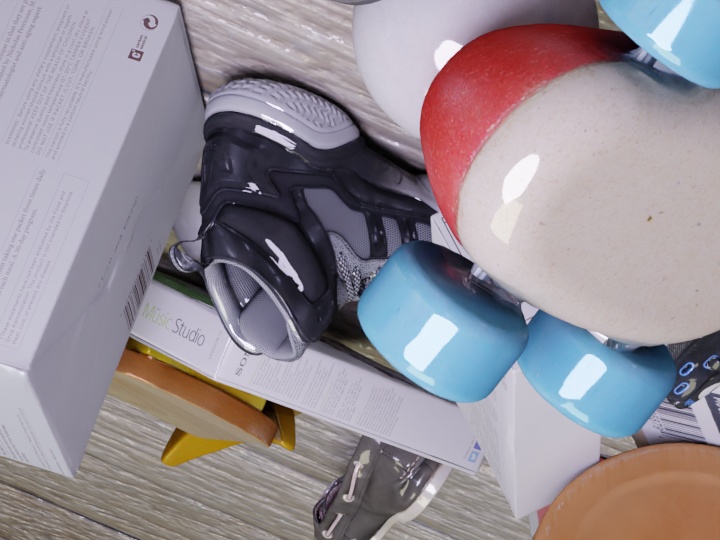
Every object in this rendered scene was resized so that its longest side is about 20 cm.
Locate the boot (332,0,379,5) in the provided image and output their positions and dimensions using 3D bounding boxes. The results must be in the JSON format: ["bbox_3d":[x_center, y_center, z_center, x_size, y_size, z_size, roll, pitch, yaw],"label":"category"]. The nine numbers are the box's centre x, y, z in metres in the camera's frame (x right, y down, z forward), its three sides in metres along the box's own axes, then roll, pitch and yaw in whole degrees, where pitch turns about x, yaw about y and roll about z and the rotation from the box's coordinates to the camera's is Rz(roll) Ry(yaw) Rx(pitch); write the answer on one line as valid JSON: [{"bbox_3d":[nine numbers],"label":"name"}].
[{"bbox_3d":[-0.067,-0.169,1.080,0.174,0.069,0.200,34,158,-34],"label":"boot"}]

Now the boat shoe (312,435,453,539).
[{"bbox_3d":[0.004,0.133,1.798,0.057,0.067,0.200,38,154,-2],"label":"boat shoe"}]

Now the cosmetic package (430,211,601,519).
[{"bbox_3d":[0.073,0.039,1.331,0.051,0.083,0.200,-23,158,-6],"label":"cosmetic package"}]

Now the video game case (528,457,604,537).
[{"bbox_3d":[0.194,0.156,1.731,0.200,0.017,0.143,15,159,12],"label":"video game case"}]

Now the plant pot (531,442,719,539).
[{"bbox_3d":[0.151,0.176,1.391,0.200,0.200,0.140,13,143,18],"label":"plant pot"}]

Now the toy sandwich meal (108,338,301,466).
[{"bbox_3d":[-0.117,0.061,1.706,0.205,0.070,0.205,18,160,7],"label":"toy sandwich meal"}]

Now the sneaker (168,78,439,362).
[{"bbox_3d":[0.000,0.000,1.378,0.200,0.114,0.075,28,159,-22],"label":"sneaker"}]

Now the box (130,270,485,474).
[{"bbox_3d":[-0.042,0.047,1.539,0.200,0.036,0.144,24,180,-42],"label":"box"}]

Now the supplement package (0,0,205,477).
[{"bbox_3d":[-0.200,-0.038,1.358,0.200,0.191,0.147,17,159,10],"label":"supplement package"}]

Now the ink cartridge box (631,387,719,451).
[{"bbox_3d":[0.206,0.053,1.378,0.165,0.075,0.200,12,158,24],"label":"ink cartridge box"}]

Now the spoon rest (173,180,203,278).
[{"bbox_3d":[-0.012,0.003,1.503,0.200,0.061,0.099,26,163,24],"label":"spoon rest"}]

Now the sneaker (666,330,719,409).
[{"bbox_3d":[0.184,0.026,1.225,0.200,0.112,0.073,34,-164,7],"label":"sneaker"}]

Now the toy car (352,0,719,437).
[{"bbox_3d":[0.070,-0.073,1.128,0.177,0.184,0.200,15,-151,-46],"label":"toy car"}]
